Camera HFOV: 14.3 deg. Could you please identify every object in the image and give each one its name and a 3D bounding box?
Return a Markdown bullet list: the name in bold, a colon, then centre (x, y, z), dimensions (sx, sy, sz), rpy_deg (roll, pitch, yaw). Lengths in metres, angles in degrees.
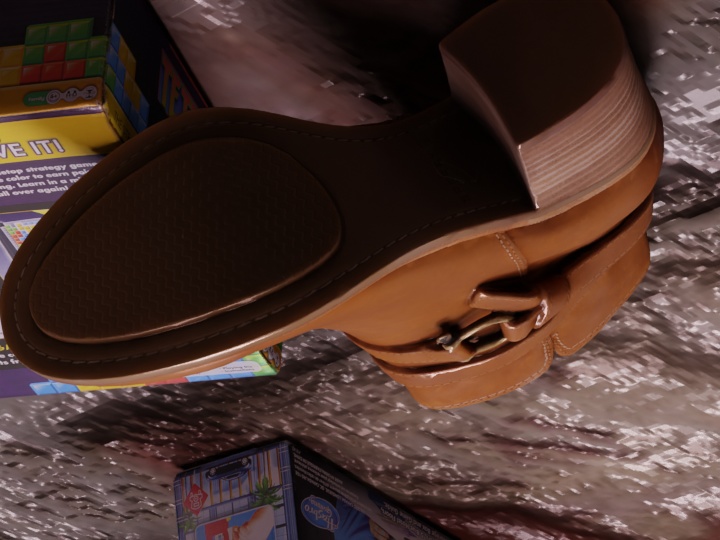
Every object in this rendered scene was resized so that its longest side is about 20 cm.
- **board game box**: centre (-0.141, -0.020, 0.894), dimensions (0.199, 0.057, 0.166), rpy_deg (-5, 148, 15)
- **boot**: centre (0.000, 0.000, 0.853), dimensions (0.199, 0.077, 0.155), rpy_deg (-32, 155, -6)
- **board game box**: centre (0.005, 0.199, 1.123), dimensions (0.061, 0.201, 0.200), rpy_deg (-18, 144, 33)
